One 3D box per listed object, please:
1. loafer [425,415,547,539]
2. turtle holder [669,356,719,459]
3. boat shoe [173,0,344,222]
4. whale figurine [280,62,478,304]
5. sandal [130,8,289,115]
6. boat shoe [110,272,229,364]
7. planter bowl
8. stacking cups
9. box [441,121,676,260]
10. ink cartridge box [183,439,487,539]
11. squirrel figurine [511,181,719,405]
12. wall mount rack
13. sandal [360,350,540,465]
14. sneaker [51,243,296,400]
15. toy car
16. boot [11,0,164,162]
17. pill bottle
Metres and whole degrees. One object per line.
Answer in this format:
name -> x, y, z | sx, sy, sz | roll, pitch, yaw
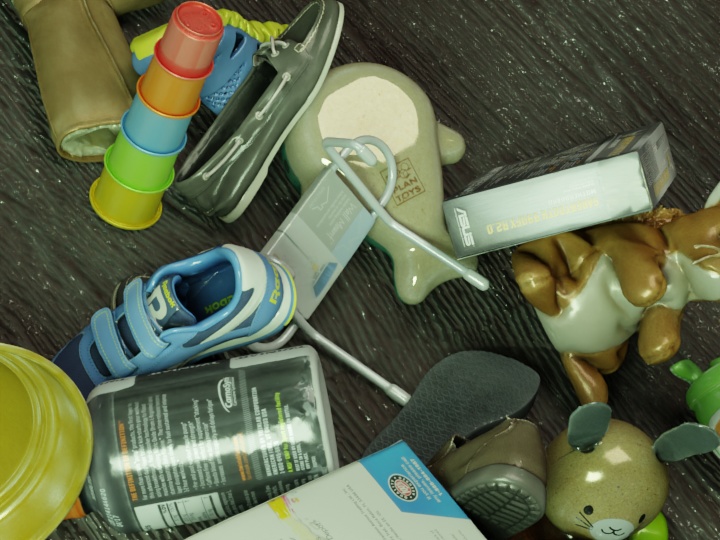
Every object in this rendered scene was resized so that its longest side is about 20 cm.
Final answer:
loafer -> 0.072, 0.155, 1.539 | 0.073, 0.200, 0.071 | 34, 56, -19
turtle holder -> 0.343, 0.108, 1.783 | 0.132, 0.141, 0.185 | 63, 12, 15
boat shoe -> -0.079, -0.135, 1.765 | 0.057, 0.201, 0.067 | 30, -3, -26
whale figurine -> 0.014, -0.068, 1.817 | 0.159, 0.104, 0.201 | -29, 87, -22
sandal -> -0.109, -0.160, 1.815 | 0.200, 0.079, 0.088 | 0, 76, -54
boat shoe -> -0.115, 0.067, 1.629 | 0.072, 0.063, 0.200 | -14, 55, -36
planter bowl -> -0.278, 0.106, 1.428 | 0.200, 0.201, 0.084 | -3, 34, -28
stacking cups -> -0.154, -0.117, 1.688 | 0.060, 0.200, 0.061 | 12, 46, -13
box -> 0.161, -0.065, 1.769 | 0.200, 0.158, 0.049 | -39, 114, -74
ink cartridge box -> -0.023, 0.235, 1.447 | 0.199, 0.145, 0.147 | -20, 59, -39
squirrel figurine -> 0.227, -0.008, 1.779 | 0.142, 0.186, 0.200 | 61, 9, -19
wall mount rack -> 0.000, 0.000, 1.710 | 0.174, 0.074, 0.200 | 48, 67, -32
sandal -> 0.061, 0.120, 1.685 | 0.076, 0.043, 0.200 | 33, 43, 23
sneaker -> -0.145, 0.040, 1.565 | 0.199, 0.082, 0.074 | -31, 67, 5
toy car -> 0.169, 0.169, 1.567 | 0.163, 0.200, 0.158 | 11, 44, -16
boot -> -0.198, -0.180, 1.838 | 0.174, 0.066, 0.201 | -9, 54, -25
pill bottle -> -0.119, 0.118, 1.511 | 0.199, 0.106, 0.107 | -10, 48, 1
